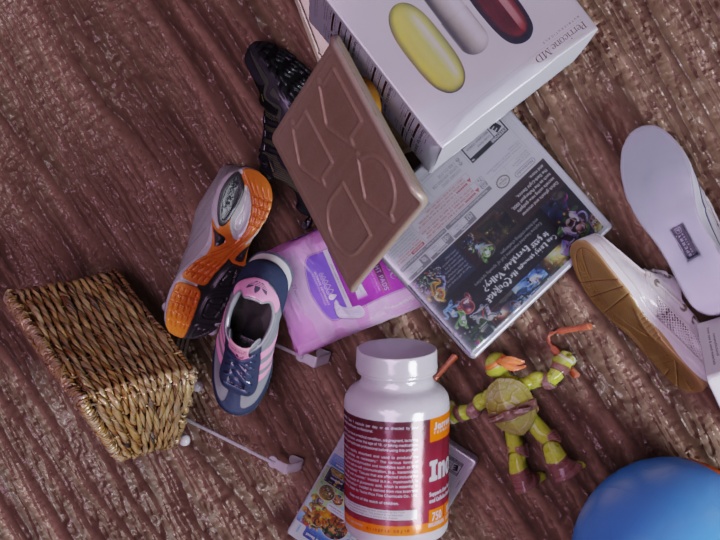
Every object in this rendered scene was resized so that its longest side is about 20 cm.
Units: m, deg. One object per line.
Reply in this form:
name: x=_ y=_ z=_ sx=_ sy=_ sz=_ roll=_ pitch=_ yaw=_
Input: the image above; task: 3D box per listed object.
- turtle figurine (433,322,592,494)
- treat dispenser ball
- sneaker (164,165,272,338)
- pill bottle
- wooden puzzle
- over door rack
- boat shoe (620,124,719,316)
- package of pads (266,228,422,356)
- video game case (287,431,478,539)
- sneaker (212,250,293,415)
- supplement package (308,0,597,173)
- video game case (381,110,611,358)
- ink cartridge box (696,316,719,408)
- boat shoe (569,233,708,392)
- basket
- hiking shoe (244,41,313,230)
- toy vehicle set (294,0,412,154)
turtle figurine: x=0.175 y=0.146 z=1.512 sx=0.199 sy=0.064 sz=0.162 roll=-24 pitch=94 yaw=19
treat dispenser ball: x=0.309 y=0.287 z=1.429 sx=0.200 sy=0.201 sz=0.202 roll=3 pitch=102 yaw=16
sneaker: x=-0.158 y=-0.022 z=1.561 sx=0.075 sy=0.092 sz=0.201 roll=24 pitch=96 yaw=-23
pill bottle: x=0.038 y=0.179 z=1.514 sx=0.112 sy=0.113 sz=0.201 roll=3 pitch=102 yaw=16
wooden puzzle: x=-0.005 y=-0.101 z=1.381 sx=0.186 sy=0.046 sz=0.200 roll=63 pitch=150 yaw=17
over door rack: x=-0.147 y=0.130 z=1.602 sx=0.199 sy=0.067 sz=0.149 roll=19 pitch=107 yaw=12
boat shoe: x=0.317 y=-0.048 z=1.430 sx=0.073 sy=0.065 sz=0.201 roll=-21 pitch=83 yaw=19
package of pads: x=0.000 y=0.000 z=1.526 sx=0.199 sy=0.076 sz=0.121 roll=-23 pitch=93 yaw=19
video game case: x=0.023 y=0.251 z=1.603 sx=0.143 sy=0.018 sz=0.201 roll=32 pitch=108 yaw=7
sneaker: x=-0.125 y=0.080 z=1.504 sx=0.070 sy=0.082 sz=0.201 roll=16 pitch=119 yaw=6
supplement package: x=0.084 y=-0.237 z=1.381 sx=0.191 sy=0.147 sz=0.200 roll=-38 pitch=87 yaw=-4
video game case: x=0.125 y=-0.044 z=1.460 sx=0.200 sy=0.023 sz=0.182 roll=-43 pitch=93 yaw=-5
ink cartridge box: x=0.445 y=0.095 z=1.384 sx=0.199 sy=0.083 sz=0.147 roll=-19 pitch=125 yaw=19
boat shoe: x=0.293 y=0.031 z=1.454 sx=0.069 sy=0.071 sz=0.200 roll=-45 pitch=100 yaw=-19
basket: x=-0.295 y=0.115 z=1.557 sx=0.200 sy=0.148 sz=0.143 roll=46 pitch=132 yaw=33
hiking shoe: x=-0.083 y=-0.144 z=1.519 sx=0.101 sy=0.076 sz=0.201 roll=-34 pitch=78 yaw=32
toy vehicle set: x=0.022 y=-0.219 z=1.500 sx=0.124 sy=0.027 sz=0.201 roll=-19 pitch=95 yaw=19
